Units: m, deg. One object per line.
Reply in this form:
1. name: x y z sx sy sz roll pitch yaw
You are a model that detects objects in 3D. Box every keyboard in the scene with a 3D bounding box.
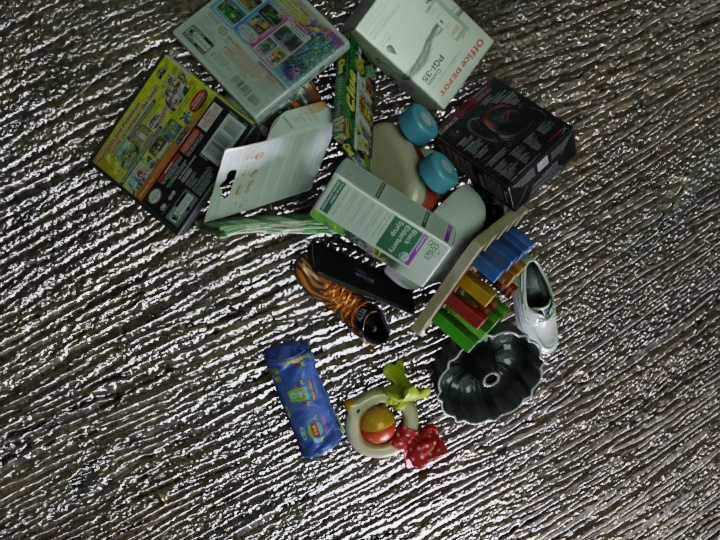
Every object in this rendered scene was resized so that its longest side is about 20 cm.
1. keyboard: 0.000 0.000 1.605 0.200 0.127 0.021 24 125 -26

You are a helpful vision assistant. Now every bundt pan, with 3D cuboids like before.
1. bundt pan: 0.211 0.165 1.706 0.202 0.076 0.202 -10 126 -14

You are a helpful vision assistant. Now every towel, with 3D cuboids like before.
1. towel: -0.137 -0.069 1.510 0.200 0.153 0.023 -5 99 -22

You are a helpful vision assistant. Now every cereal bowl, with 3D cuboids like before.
1. cereal bowl: 0.132 -0.041 1.584 0.083 0.200 0.200 44 83 7

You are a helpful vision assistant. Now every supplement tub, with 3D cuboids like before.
1. supplement tub: -0.163 -0.230 1.495 0.200 0.107 0.107 -40 111 -8

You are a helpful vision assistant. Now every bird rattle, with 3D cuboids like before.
1. bird rattle: 0.053 0.259 1.698 0.163 0.113 0.200 -14 118 -6

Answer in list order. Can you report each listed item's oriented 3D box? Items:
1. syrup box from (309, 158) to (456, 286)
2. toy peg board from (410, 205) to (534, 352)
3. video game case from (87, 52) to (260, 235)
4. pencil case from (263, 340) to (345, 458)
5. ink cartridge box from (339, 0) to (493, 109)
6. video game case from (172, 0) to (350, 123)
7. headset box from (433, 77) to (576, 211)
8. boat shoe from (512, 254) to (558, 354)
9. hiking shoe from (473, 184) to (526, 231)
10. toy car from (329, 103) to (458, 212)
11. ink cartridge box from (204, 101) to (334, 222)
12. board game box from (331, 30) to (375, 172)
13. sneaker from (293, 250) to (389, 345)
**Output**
1. syrup box: 0.035 -0.071 1.445 0.200 0.081 0.079 33 115 -3
2. toy peg board: 0.205 0.021 1.581 0.098 0.200 0.199 40 125 10
3. video game case: -0.273 -0.183 1.440 0.181 0.026 0.200 38 99 9
4. pencil case: -0.089 0.210 1.623 0.087 0.078 0.200 -16 108 13
5. ink cartridge box: 0.091 -0.373 1.573 0.200 0.083 0.147 37 86 -22
6. video game case: -0.147 -0.341 1.462 0.182 0.024 0.200 -41 73 -9
7. headset box: 0.226 -0.212 1.607 0.149 0.200 0.075 -43 147 -10
8. boat shoe: 0.311 0.065 1.751 0.074 0.065 0.200 -29 109 -13
9. hiking shoe: 0.253 -0.088 1.696 0.087 0.074 0.200 -17 111 -25
10. toy car: 0.093 -0.138 1.585 0.184 0.177 0.200 -35 151 30
11. ink cartridge box: -0.142 -0.161 1.471 0.200 0.050 0.162 -18 151 -33
12. board game box: -0.009 -0.256 1.505 0.105 0.023 0.200 45 39 -50
13. sneaker: -0.019 0.046 1.599 0.200 0.112 0.078 42 85 -22
